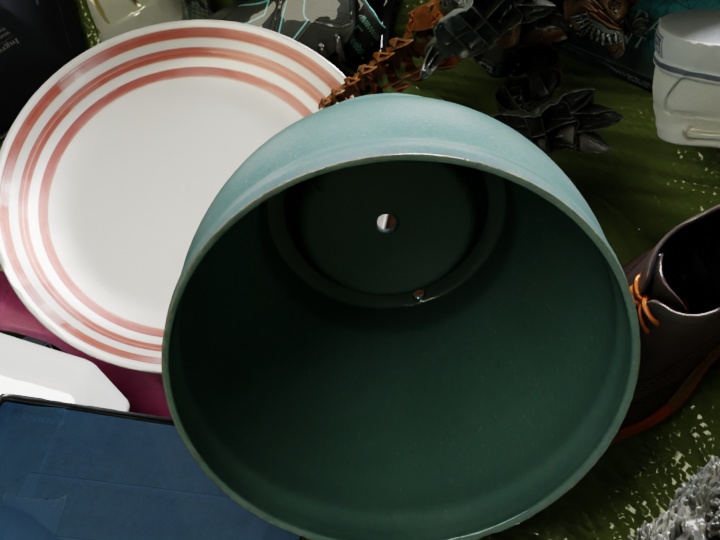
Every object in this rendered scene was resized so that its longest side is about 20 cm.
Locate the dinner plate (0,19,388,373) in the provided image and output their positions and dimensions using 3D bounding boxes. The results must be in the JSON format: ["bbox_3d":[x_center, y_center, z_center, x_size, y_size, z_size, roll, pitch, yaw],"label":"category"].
[{"bbox_3d":[-0.084,-0.036,1.069,0.199,0.024,0.201,0,63,1],"label":"dinner plate"}]

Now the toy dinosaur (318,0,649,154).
[{"bbox_3d":[0.078,-0.118,1.036,0.200,0.102,0.136,-46,20,24],"label":"toy dinosaur"}]

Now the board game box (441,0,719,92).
[{"bbox_3d":[0.138,-0.168,1.086,0.200,0.028,0.136,28,84,35],"label":"board game box"}]

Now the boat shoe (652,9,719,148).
[{"bbox_3d":[0.229,-0.069,0.970,0.199,0.071,0.070,8,116,13],"label":"boat shoe"}]

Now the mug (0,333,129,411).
[{"bbox_3d":[-0.193,0.107,1.008,0.152,0.150,0.187,9,110,-4],"label":"mug"}]

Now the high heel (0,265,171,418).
[{"bbox_3d":[-0.164,0.043,1.087,0.200,0.067,0.096,43,91,13],"label":"high heel"}]

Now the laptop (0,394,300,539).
[{"bbox_3d":[-0.092,0.180,0.932,0.116,0.187,0.201,-41,51,36],"label":"laptop"}]

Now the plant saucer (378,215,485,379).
[{"bbox_3d":[0.000,0.000,1.074,0.200,0.037,0.201,-11,62,21],"label":"plant saucer"}]

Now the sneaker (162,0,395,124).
[{"bbox_3d":[-0.037,-0.118,1.133,0.079,0.075,0.201,24,82,32],"label":"sneaker"}]

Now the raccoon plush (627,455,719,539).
[{"bbox_3d":[0.145,0.122,0.941,0.134,0.097,0.200,-13,32,38],"label":"raccoon plush"}]

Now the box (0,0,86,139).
[{"bbox_3d":[-0.256,-0.178,1.203,0.104,0.200,0.148,-29,56,15],"label":"box"}]

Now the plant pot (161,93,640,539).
[{"bbox_3d":[0.014,0.003,0.945,0.200,0.201,0.134,-28,30,15],"label":"plant pot"}]

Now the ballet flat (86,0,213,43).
[{"bbox_3d":[-0.125,-0.165,1.204,0.069,0.071,0.201,-24,59,17],"label":"ballet flat"}]

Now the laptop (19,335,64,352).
[{"bbox_3d":[-0.171,0.088,1.088,0.200,0.116,0.188,-33,57,12],"label":"laptop"}]

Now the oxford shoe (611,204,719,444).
[{"bbox_3d":[0.131,0.017,0.967,0.200,0.072,0.071,-39,61,24],"label":"oxford shoe"}]
